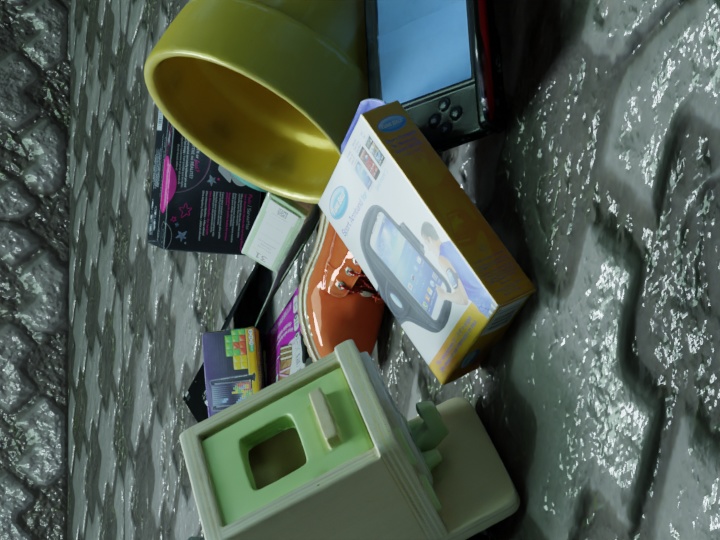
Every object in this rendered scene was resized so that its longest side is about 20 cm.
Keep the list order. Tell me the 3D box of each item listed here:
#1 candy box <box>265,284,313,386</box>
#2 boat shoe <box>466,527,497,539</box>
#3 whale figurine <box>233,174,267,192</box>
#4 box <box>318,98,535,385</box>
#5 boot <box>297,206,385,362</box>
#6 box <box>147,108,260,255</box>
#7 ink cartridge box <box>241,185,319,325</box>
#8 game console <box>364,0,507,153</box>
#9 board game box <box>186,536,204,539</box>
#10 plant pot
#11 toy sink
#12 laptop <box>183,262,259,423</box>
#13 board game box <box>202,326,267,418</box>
[{"bbox_3d":[-0.043,0.131,1.456,0.136,0.061,0.201,126,143,-60],"label":"candy box"},{"bbox_3d":[0.069,0.203,1.099,0.066,0.070,0.200,-59,25,22],"label":"boat shoe"},{"bbox_3d":[-0.090,-0.158,1.575,0.200,0.103,0.160,123,147,-68],"label":"whale figurine"},{"bbox_3d":[0.037,-0.028,1.138,0.200,0.041,0.119,54,147,18],"label":"box"},{"bbox_3d":[0.000,0.000,1.340,0.107,0.075,0.201,-162,78,-66],"label":"boot"},{"bbox_3d":[-0.181,-0.123,1.848,0.132,0.114,0.201,-163,78,-73],"label":"box"},{"bbox_3d":[-0.064,-0.055,1.480,0.146,0.048,0.200,-60,2,-36],"label":"ink cartridge box"},{"bbox_3d":[0.044,-0.201,1.141,0.172,0.119,0.201,-16,66,35],"label":"game console"},{"bbox_3d":[-0.171,0.373,1.584,0.200,0.064,0.148,-80,-3,-82],"label":"board game box"},{"bbox_3d":[-0.049,-0.189,1.304,0.189,0.201,0.201,-60,10,-20],"label":"plant pot"},{"bbox_3d":[-0.010,0.137,1.089,0.112,0.200,0.130,62,-178,-35],"label":"toy sink"},{"bbox_3d":[-0.126,0.114,1.801,0.200,0.116,0.187,57,151,14],"label":"laptop"},{"bbox_3d":[-0.112,0.163,1.554,0.165,0.057,0.201,54,-149,-81],"label":"board game box"}]
